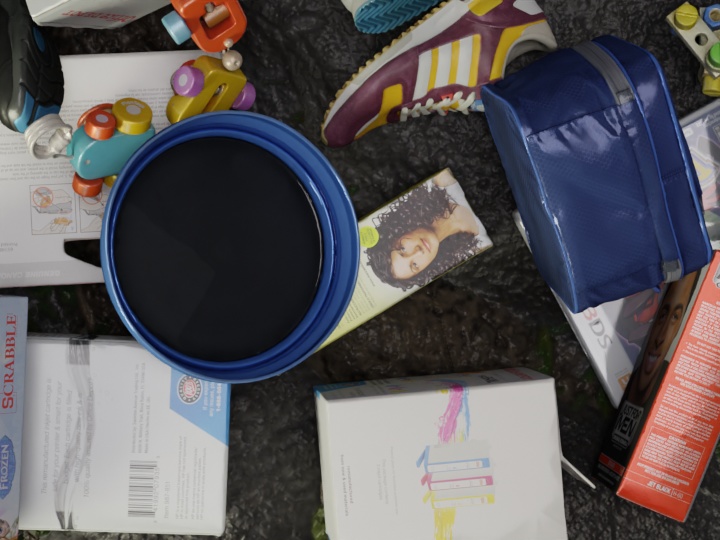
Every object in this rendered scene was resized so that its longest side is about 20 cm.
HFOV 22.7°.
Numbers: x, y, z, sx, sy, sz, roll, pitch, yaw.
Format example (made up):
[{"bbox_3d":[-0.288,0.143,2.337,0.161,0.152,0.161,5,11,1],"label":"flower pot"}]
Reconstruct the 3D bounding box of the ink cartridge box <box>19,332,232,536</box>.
[{"bbox_3d":[-0.201,0.123,1.375,0.199,0.084,0.146,3,92,-5],"label":"ink cartridge box"}]

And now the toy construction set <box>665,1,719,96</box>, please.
[{"bbox_3d":[0.318,-0.119,1.386,0.131,0.092,0.201,-11,93,-1],"label":"toy construction set"}]

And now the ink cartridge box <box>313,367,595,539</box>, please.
[{"bbox_3d":[0.071,0.145,1.379,0.199,0.129,0.126,-6,92,-6],"label":"ink cartridge box"}]

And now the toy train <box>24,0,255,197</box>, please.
[{"bbox_3d":[-0.156,-0.144,1.313,0.200,0.150,0.056,-37,57,0],"label":"toy train"}]

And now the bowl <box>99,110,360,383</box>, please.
[{"bbox_3d":[-0.099,-0.017,1.326,0.200,0.039,0.201,2,86,-25],"label":"bowl"}]

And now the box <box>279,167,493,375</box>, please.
[{"bbox_3d":[0.000,0.000,1.407,0.200,0.050,0.075,-32,94,-3],"label":"box"}]

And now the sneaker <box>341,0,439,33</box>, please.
[{"bbox_3d":[0.069,-0.256,1.349,0.200,0.077,0.081,-25,70,-13],"label":"sneaker"}]

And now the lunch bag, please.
[{"bbox_3d":[0.187,-0.070,1.347,0.132,0.136,0.200,-21,111,-3],"label":"lunch bag"}]

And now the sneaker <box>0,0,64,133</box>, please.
[{"bbox_3d":[-0.275,-0.174,1.339,0.082,0.073,0.200,-19,54,4],"label":"sneaker"}]

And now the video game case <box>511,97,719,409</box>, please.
[{"bbox_3d":[0.250,-0.015,1.443,0.200,0.023,0.183,-29,94,-4],"label":"video game case"}]

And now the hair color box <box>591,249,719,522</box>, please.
[{"bbox_3d":[0.250,0.085,1.386,0.061,0.102,0.201,23,89,-5],"label":"hair color box"}]

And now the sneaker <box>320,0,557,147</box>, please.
[{"bbox_3d":[0.061,-0.147,1.395,0.200,0.075,0.090,-40,89,-2],"label":"sneaker"}]

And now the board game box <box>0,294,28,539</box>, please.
[{"bbox_3d":[-0.328,0.112,1.324,0.199,0.041,0.201,5,93,39],"label":"board game box"}]

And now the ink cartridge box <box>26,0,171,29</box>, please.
[{"bbox_3d":[-0.140,-0.253,1.305,0.200,0.145,0.084,-21,88,20],"label":"ink cartridge box"}]

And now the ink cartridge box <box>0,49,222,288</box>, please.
[{"bbox_3d":[-0.202,-0.078,1.388,0.199,0.045,0.177,-3,91,-5],"label":"ink cartridge box"}]
